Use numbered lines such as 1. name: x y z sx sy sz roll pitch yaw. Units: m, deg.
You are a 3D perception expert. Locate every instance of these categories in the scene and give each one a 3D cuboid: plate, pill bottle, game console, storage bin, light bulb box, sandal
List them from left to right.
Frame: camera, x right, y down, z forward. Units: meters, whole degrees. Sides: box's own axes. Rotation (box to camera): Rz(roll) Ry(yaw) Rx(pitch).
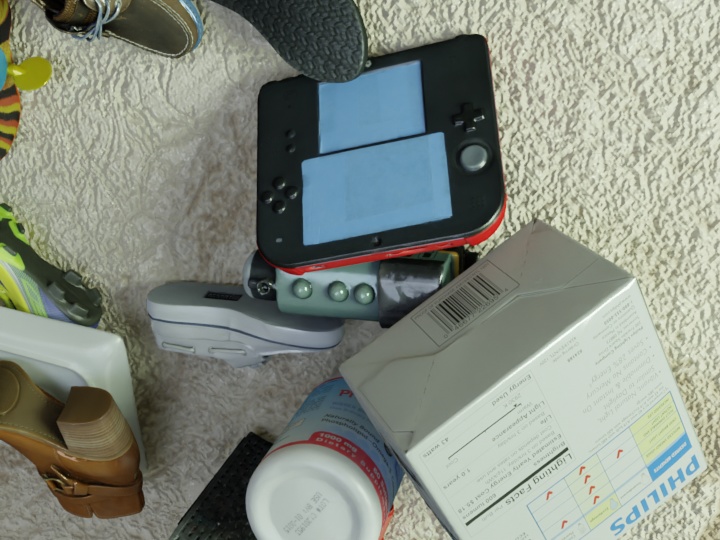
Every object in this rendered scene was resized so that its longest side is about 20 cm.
1. plate: -0.317 0.126 0.918 0.197 0.032 0.202 11 130 11
2. storage bin: -0.117 0.259 0.843 0.093 0.200 0.136 27 114 5
3. sandal: -0.066 -0.226 0.755 0.200 0.048 0.076 38 116 15
4. pill bottle: -0.013 0.153 0.777 0.107 0.200 0.110 5 110 14
5. game console: 0.011 -0.092 0.723 0.197 0.031 0.179 -9 69 15
6. light bulb box: 0.124 0.110 0.692 0.197 0.125 0.201 -35 122 -6

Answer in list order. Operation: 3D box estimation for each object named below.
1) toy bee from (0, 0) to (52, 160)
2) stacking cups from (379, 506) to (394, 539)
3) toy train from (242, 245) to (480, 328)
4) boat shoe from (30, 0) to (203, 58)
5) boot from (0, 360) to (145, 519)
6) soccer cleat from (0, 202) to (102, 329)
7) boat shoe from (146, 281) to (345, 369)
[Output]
1. toy bee: -0.332 -0.201 0.819 0.130 0.109 0.201 27 139 -3
2. stacking cups: -0.016 0.307 0.910 0.060 0.061 0.202 27 112 6
3. toy train: 0.000 0.000 0.769 0.197 0.114 0.086 6 109 14
4. boat shoe: -0.224 -0.223 0.750 0.198 0.073 0.072 26 134 -20
5. boot: -0.303 0.171 0.881 0.197 0.074 0.156 10 134 16
6. soccer cleat: -0.341 0.003 0.899 0.200 0.065 0.084 42 117 -1
7. boat shoe: -0.104 0.056 0.850 0.197 0.074 0.066 9 116 24
